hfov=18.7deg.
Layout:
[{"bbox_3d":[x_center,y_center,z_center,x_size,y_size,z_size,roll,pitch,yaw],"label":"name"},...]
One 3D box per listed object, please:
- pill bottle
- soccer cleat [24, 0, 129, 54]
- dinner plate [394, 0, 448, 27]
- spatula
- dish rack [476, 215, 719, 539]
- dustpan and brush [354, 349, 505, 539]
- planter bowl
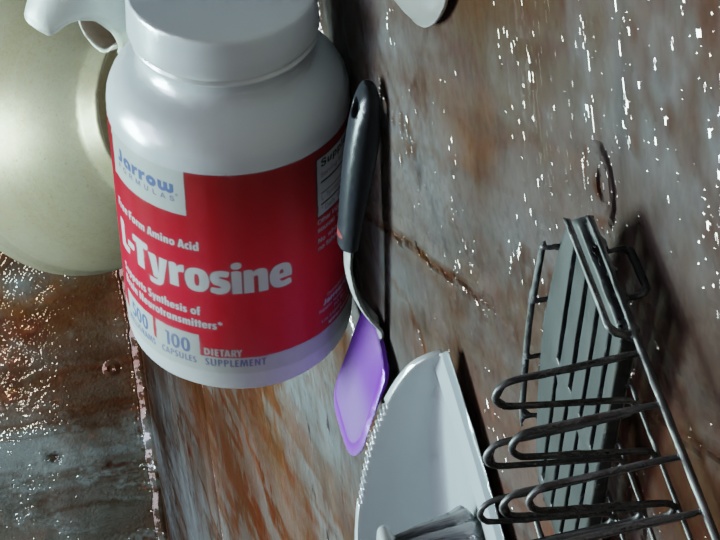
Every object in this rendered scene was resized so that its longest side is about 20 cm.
[{"bbox_3d":[-0.060,-0.051,1.022,0.112,0.112,0.200,-108,13,-47],"label":"pill bottle"},{"bbox_3d":[-0.098,-0.138,1.062,0.069,0.078,0.200,40,-167,19],"label":"soccer cleat"},{"bbox_3d":[0.004,-0.186,0.788,0.200,0.024,0.200,171,90,-80],"label":"dinner plate"},{"bbox_3d":[0.000,0.000,0.985,0.057,0.021,0.200,-107,13,-50],"label":"spatula"},{"bbox_3d":[0.062,0.092,0.580,0.154,0.054,0.200,94,165,-50],"label":"dish rack"},{"bbox_3d":[0.017,0.142,0.886,0.200,0.057,0.140,94,165,-54],"label":"dustpan and brush"},{"bbox_3d":[-0.138,-0.095,1.313,0.135,0.200,0.201,2,102,53],"label":"planter bowl"}]
